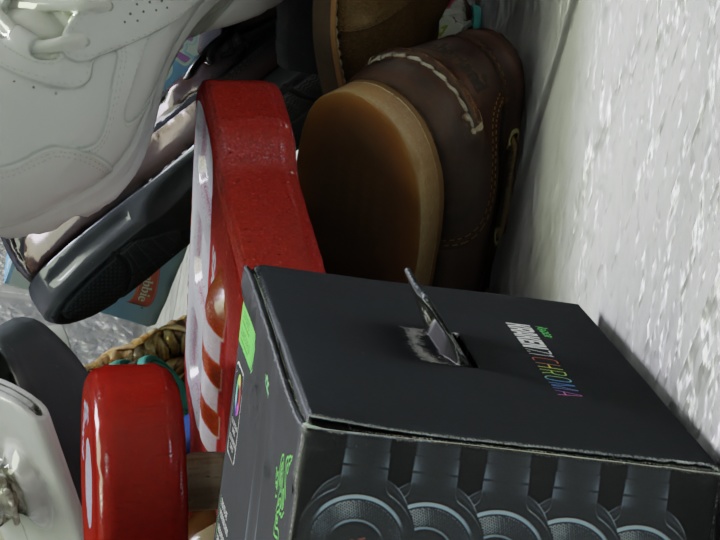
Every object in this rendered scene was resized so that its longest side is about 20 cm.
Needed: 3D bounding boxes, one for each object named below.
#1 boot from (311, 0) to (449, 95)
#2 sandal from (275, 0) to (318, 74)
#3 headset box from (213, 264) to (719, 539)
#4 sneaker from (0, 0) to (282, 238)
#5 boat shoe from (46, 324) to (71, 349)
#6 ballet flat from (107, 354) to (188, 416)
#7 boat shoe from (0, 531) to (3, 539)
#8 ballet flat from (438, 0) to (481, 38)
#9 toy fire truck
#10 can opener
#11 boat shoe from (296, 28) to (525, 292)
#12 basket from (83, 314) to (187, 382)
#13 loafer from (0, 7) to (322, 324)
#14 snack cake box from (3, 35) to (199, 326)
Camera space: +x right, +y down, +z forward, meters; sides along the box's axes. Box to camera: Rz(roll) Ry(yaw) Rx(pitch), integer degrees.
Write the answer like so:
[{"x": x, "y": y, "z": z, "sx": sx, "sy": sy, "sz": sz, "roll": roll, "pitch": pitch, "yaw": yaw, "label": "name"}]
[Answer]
[{"x": 0.023, "y": -0.110, "z": 0.919, "sx": 0.074, "sy": 0.075, "sz": 0.201, "roll": -83, "pitch": -7, "yaw": -47, "label": "boot"}, {"x": 0.020, "y": -0.159, "z": 1.007, "sx": 0.076, "sy": 0.043, "sz": 0.201, "roll": 63, "pitch": -131, "yaw": -81, "label": "sandal"}, {"x": 0.012, "y": 0.102, "z": 0.693, "sx": 0.174, "sy": 0.092, "sz": 0.201, "roll": -116, "pitch": 33, "yaw": -77, "label": "headset box"}, {"x": -0.078, "y": -0.095, "z": 0.883, "sx": 0.200, "sy": 0.078, "sz": 0.100, "roll": -54, "pitch": -19, "yaw": -35, "label": "sneaker"}, {"x": -0.158, "y": 0.085, "z": 1.132, "sx": 0.200, "sy": 0.061, "sz": 0.075, "roll": 127, "pitch": 143, "yaw": -51, "label": "boat shoe"}, {"x": -0.052, "y": 0.123, "z": 1.004, "sx": 0.201, "sy": 0.070, "sz": 0.067, "roll": 58, "pitch": -167, "yaw": 26, "label": "ballet flat"}, {"x": -0.068, "y": 0.167, "z": 1.043, "sx": 0.201, "sy": 0.074, "sz": 0.063, "roll": 42, "pitch": 153, "yaw": 25, "label": "boat shoe"}, {"x": 0.000, "y": 0.000, "z": 1.032, "sx": 0.076, "sy": 0.063, "sz": 0.201, "roll": -142, "pitch": 59, "yaw": -84, "label": "ballet flat"}, {"x": -0.029, "y": 0.065, "z": 0.885, "sx": 0.168, "sy": 0.111, "sz": 0.201, "roll": -104, "pitch": 14, "yaw": -55, "label": "toy fire truck"}, {"x": -0.084, "y": 0.115, "z": 0.944, "sx": 0.052, "sy": 0.066, "sz": 0.201, "roll": 6, "pitch": 119, "yaw": 43, "label": "can opener"}, {"x": 0.011, "y": 0.012, "z": 0.951, "sx": 0.070, "sy": 0.070, "sz": 0.201, "roll": -34, "pitch": -28, "yaw": -41, "label": "boat shoe"}, {"x": -0.062, "y": 0.046, "z": 1.185, "sx": 0.200, "sy": 0.142, "sz": 0.150, "roll": 164, "pitch": 111, "yaw": -83, "label": "basket"}, {"x": -0.054, "y": -0.063, "z": 1.077, "sx": 0.063, "sy": 0.200, "sz": 0.072, "roll": 53, "pitch": -169, "yaw": 15, "label": "loafer"}, {"x": -0.080, "y": -0.094, "z": 1.170, "sx": 0.115, "sy": 0.067, "sz": 0.201, "roll": -94, "pitch": 23, "yaw": -57, "label": "snack cake box"}]
